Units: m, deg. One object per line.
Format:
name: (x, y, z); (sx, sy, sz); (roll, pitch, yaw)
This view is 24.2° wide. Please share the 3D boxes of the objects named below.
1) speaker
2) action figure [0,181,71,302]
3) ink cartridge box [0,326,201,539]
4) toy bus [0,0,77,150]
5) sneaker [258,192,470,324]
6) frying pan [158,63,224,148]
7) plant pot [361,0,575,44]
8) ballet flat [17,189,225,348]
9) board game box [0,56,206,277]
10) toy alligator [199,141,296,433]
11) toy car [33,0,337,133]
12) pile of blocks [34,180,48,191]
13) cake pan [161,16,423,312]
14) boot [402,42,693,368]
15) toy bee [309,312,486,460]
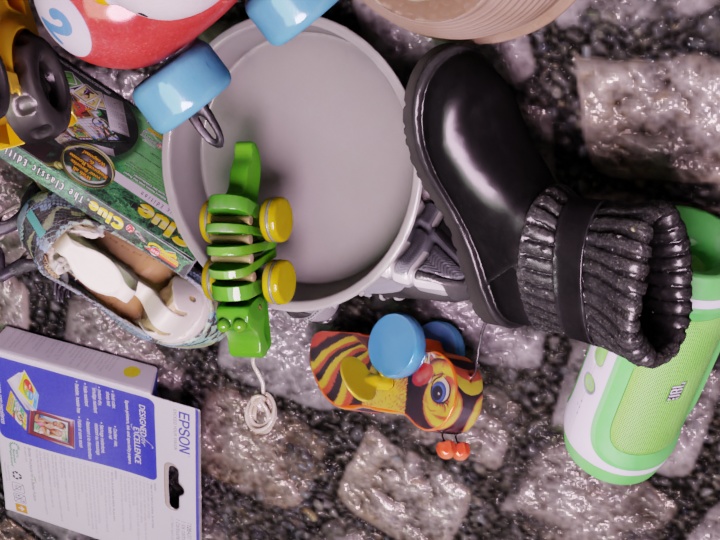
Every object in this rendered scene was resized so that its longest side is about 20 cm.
speaker: (0.200, 0.055, 1.156); (0.088, 0.089, 0.201); (20, 131, 8)
action figure: (-0.327, -0.020, 1.327); (0.198, 0.103, 0.120); (1, 137, 22)
ink cartridge box: (-0.221, 0.156, 1.453); (0.198, 0.047, 0.199); (14, 128, 12)
toy bus: (-0.281, -0.166, 1.061); (0.134, 0.200, 0.194); (-11, 88, 14)
sneaker: (0.000, 0.000, 1.222); (0.198, 0.075, 0.116); (23, 137, 20)
frying pan: (-0.135, -0.176, 1.101); (0.189, 0.031, 0.115); (37, 130, -13)
plant pot: (0.048, -0.214, 1.013); (0.199, 0.093, 0.202); (13, 130, 16)
ballet flat: (-0.166, 0.014, 1.227); (0.199, 0.075, 0.074); (32, 136, -33)
board game box: (-0.186, -0.085, 1.209); (0.199, 0.105, 0.024); (34, 131, -2)
toy alligator: (-0.080, 0.016, 1.125); (0.059, 0.054, 0.203); (1, 98, 25)
toy car: (-0.122, -0.182, 0.958); (0.176, 0.200, 0.185); (-36, 100, 10)
pile of blocks: (-0.182, -0.038, 1.285); (0.062, 0.082, 0.201); (-38, 123, -4)
cake pan: (-0.043, -0.074, 1.146); (0.198, 0.037, 0.203); (4, 98, 25)
boot: (0.122, -0.044, 1.055); (0.157, 0.079, 0.213); (12, 132, 53)
toy bee: (0.041, 0.084, 1.221); (0.130, 0.110, 0.199); (6, 165, -28)
